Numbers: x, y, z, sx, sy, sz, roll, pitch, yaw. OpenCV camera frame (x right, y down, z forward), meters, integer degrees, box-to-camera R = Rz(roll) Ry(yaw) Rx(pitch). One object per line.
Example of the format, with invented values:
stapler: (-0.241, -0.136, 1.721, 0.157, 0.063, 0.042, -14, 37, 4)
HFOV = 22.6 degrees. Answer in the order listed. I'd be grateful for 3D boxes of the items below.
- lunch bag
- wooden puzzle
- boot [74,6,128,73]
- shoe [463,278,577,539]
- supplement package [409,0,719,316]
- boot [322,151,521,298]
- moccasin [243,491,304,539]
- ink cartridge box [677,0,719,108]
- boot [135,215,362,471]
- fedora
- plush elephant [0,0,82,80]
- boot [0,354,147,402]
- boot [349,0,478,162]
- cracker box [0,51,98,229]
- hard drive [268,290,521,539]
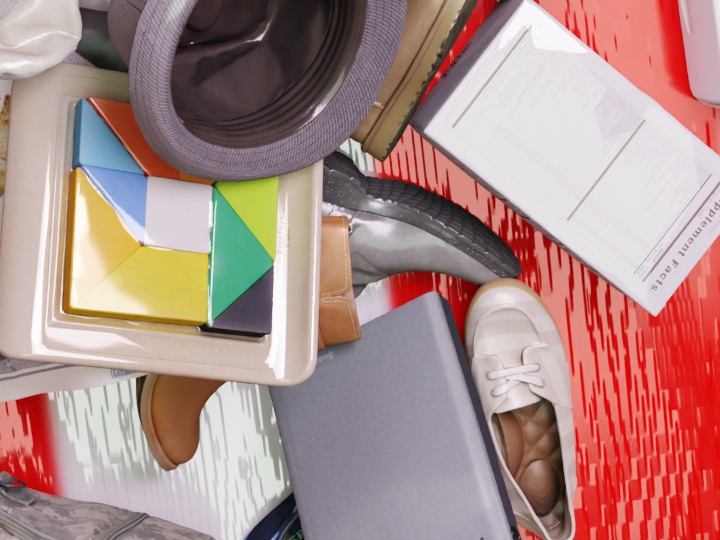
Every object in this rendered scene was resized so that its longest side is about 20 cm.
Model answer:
lunch bag: (-0.207, 0.255, 1.229, 0.166, 0.139, 0.202, 18, 97, 9)
wooden puzzle: (-0.118, -0.030, 1.105, 0.198, 0.037, 0.187, 6, 76, -19)
boot: (-0.238, -0.172, 1.175, 0.198, 0.073, 0.183, 13, 127, 1)
shoe: (0.118, 0.100, 1.242, 0.069, 0.053, 0.202, -15, 114, -2)
supplement package: (0.145, -0.078, 1.213, 0.200, 0.110, 0.114, 38, 94, -8)
boot: (0.000, 0.000, 1.247, 0.199, 0.068, 0.131, 24, 108, -8)
moccasin: (0.002, 0.164, 1.258, 0.200, 0.068, 0.080, -45, 99, 1)
ink cartridge box: (0.322, -0.198, 1.222, 0.198, 0.083, 0.148, -11, 99, -3)
boot: (-0.076, 0.046, 1.210, 0.154, 0.077, 0.202, -5, 119, -6)
fedora: (-0.075, -0.148, 1.078, 0.199, 0.090, 0.178, -5, 123, -47)
plush elephant: (-0.203, -0.209, 1.049, 0.155, 0.165, 0.200, -39, 142, -5)
boot: (-0.211, 0.034, 1.183, 0.072, 0.199, 0.091, -15, 93, -47)
boot: (-0.035, -0.180, 1.163, 0.199, 0.066, 0.176, 32, 124, 1)
cracker box: (-0.222, -0.081, 1.169, 0.199, 0.058, 0.134, 35, 117, -20)
hard drive: (0.021, 0.130, 1.190, 0.139, 0.033, 0.201, -26, 58, 18)
